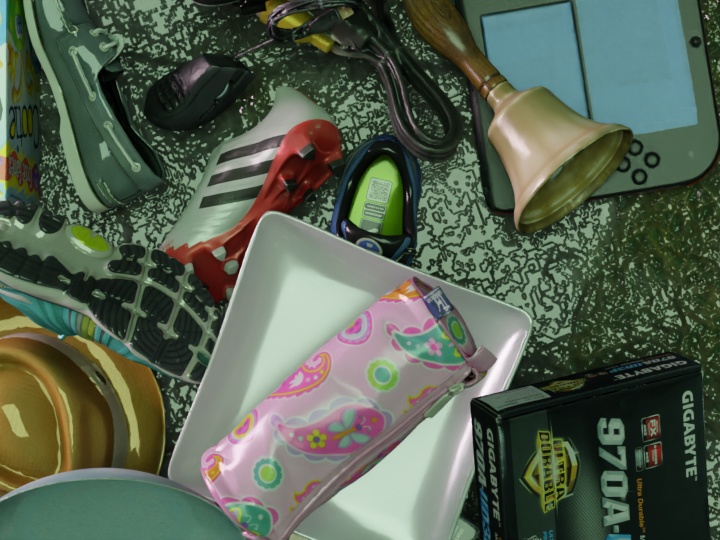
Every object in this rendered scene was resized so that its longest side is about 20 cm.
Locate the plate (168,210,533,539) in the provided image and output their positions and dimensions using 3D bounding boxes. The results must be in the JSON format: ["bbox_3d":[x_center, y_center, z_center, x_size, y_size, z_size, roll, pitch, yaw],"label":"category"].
[{"bbox_3d":[-0.007,0.086,1.175,0.198,0.032,0.202,21,94,2],"label":"plate"}]

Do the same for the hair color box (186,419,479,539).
[{"bbox_3d":[-0.025,0.170,1.225,0.199,0.061,0.100,32,88,4],"label":"hair color box"}]

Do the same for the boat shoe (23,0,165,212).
[{"bbox_3d":[-0.188,-0.145,1.238,0.061,0.073,0.202,-13,94,19],"label":"boat shoe"}]

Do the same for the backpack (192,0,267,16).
[{"bbox_3d":[-0.070,-0.302,1.202,0.176,0.151,0.201,-15,55,-6],"label":"backpack"}]

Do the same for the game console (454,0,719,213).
[{"bbox_3d":[0.164,-0.152,1.256,0.175,0.031,0.202,-8,86,1],"label":"game console"}]

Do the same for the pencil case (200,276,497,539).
[{"bbox_3d":[-0.008,0.092,1.117,0.200,0.087,0.088,-40,86,6],"label":"pencil case"}]

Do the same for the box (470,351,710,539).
[{"bbox_3d":[0.159,0.169,1.174,0.157,0.046,0.202,-11,106,-20],"label":"box"}]

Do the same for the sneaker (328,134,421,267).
[{"bbox_3d":[0.000,0.000,1.221,0.078,0.089,0.202,6,86,3],"label":"sneaker"}]

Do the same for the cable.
[{"bbox_3d":[0.008,-0.158,1.241,0.097,0.050,0.200,-36,79,-34],"label":"cable"}]

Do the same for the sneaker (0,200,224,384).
[{"bbox_3d":[-0.182,0.018,1.197,0.199,0.080,0.078,29,58,-6],"label":"sneaker"}]

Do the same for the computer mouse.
[{"bbox_3d":[-0.076,-0.142,1.209,0.199,0.058,0.034,-26,66,36],"label":"computer mouse"}]

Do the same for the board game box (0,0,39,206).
[{"bbox_3d":[-0.288,-0.143,1.229,0.104,0.103,0.203,-1,86,1],"label":"board game box"}]

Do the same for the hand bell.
[{"bbox_3d":[0.091,-0.135,1.221,0.104,0.104,0.201,-37,72,-1],"label":"hand bell"}]

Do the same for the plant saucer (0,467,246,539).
[{"bbox_3d":[-0.176,0.184,1.184,0.199,0.202,0.039,-7,51,1],"label":"plant saucer"}]

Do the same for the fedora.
[{"bbox_3d":[-0.235,0.111,1.222,0.198,0.082,0.203,0,87,2],"label":"fedora"}]

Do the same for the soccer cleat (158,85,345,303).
[{"bbox_3d":[-0.093,-0.046,1.243,0.200,0.068,0.085,-47,47,14],"label":"soccer cleat"}]
